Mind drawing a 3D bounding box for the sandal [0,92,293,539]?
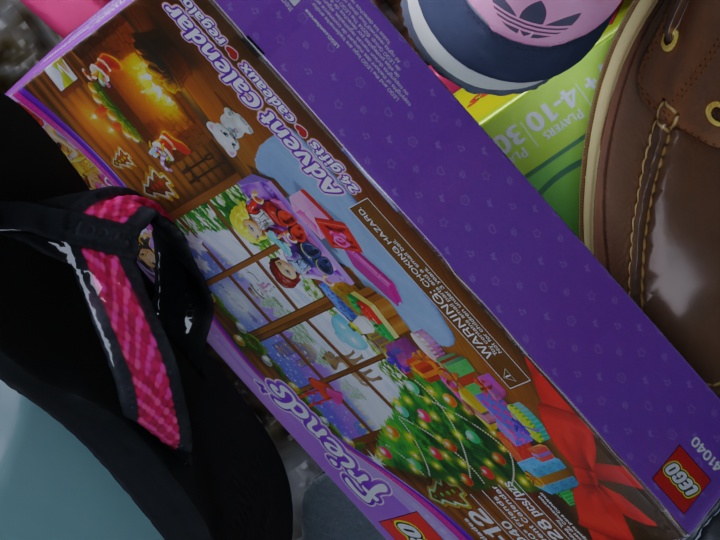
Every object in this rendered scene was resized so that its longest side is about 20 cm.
[{"bbox_3d":[-0.058,0.018,0.806,0.045,0.075,0.200,-13,135,27],"label":"sandal"}]

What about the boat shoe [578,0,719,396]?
[{"bbox_3d":[0.109,-0.057,0.774,0.072,0.068,0.201,13,104,-12],"label":"boat shoe"}]

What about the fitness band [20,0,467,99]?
[{"bbox_3d":[-0.033,-0.119,0.866,0.200,0.037,0.144,37,103,-4],"label":"fitness band"}]

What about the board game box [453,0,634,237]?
[{"bbox_3d":[0.100,0.021,0.863,0.101,0.048,0.200,-34,106,14],"label":"board game box"}]

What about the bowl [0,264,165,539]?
[{"bbox_3d":[-0.154,0.035,0.843,0.200,0.105,0.202,-2,77,10],"label":"bowl"}]

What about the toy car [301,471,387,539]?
[{"bbox_3d":[-0.028,0.164,0.887,0.163,0.158,0.201,-8,91,-3],"label":"toy car"}]

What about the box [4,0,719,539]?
[{"bbox_3d":[0.000,0.000,0.811,0.200,0.137,0.039,48,62,-9],"label":"box"}]

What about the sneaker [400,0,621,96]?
[{"bbox_3d":[0.060,-0.146,0.746,0.070,0.082,0.201,9,83,-9],"label":"sneaker"}]

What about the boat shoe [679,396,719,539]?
[{"bbox_3d":[0.148,0.042,0.807,0.200,0.068,0.072,-41,104,15],"label":"boat shoe"}]
